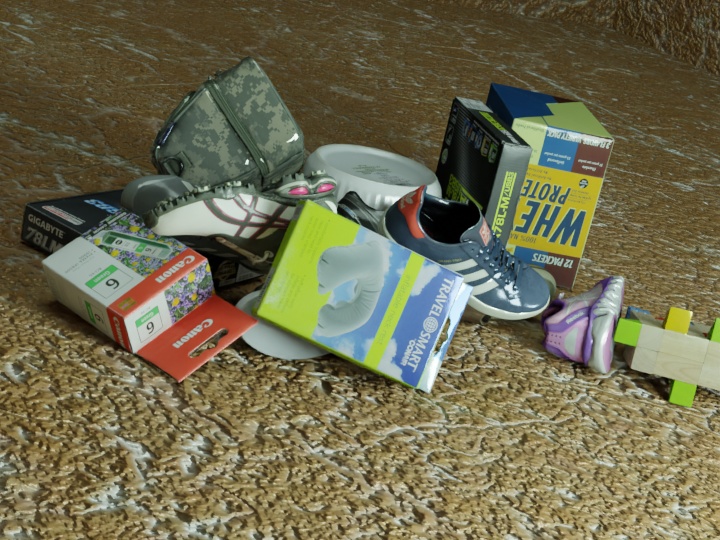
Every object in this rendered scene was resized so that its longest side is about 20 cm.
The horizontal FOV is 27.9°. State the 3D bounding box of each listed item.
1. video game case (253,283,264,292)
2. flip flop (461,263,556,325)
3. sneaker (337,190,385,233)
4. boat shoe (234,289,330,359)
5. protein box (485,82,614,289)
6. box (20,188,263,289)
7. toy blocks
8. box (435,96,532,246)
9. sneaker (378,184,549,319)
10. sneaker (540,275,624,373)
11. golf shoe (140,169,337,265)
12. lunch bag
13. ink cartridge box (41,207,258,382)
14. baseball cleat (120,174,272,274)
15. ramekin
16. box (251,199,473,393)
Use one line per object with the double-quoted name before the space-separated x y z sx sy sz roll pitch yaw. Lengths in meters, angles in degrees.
"video game case" 0.000 0.000 1.535 0.198 0.018 0.143 -10 -7 -25
"flip flop" 0.145 0.032 1.646 0.198 0.082 0.058 4 42 -31
"sneaker" 0.057 -0.033 1.683 0.198 0.071 0.083 26 61 -8
"boat shoe" -0.049 0.045 1.472 0.198 0.073 0.065 -3 15 -34
"protein box" 0.222 -0.114 1.892 0.133 0.202 0.199 11 19 -8
"box" -0.235 -0.032 1.592 0.199 0.050 0.198 25 21 30
"toy blocks" 0.372 0.090 1.618 0.197 0.101 0.137 14 8 2
"box" 0.140 -0.095 1.797 0.047 0.195 0.200 9 20 -18
"sneaker" 0.118 -0.020 1.455 0.198 0.085 0.076 25 49 -17
"sneaker" 0.252 0.054 1.649 0.087 0.082 0.200 5 16 15
"golf shoe" -0.113 -0.045 1.417 0.197 0.089 0.077 -8 2 -18
"lunch bag" -0.165 -0.145 1.718 0.140 0.167 0.200 55 -8 1
"ink cartridge box" -0.204 0.020 1.396 0.199 0.051 0.109 29 53 36
"baseball cleat" -0.145 -0.049 1.492 0.198 0.071 0.106 19 -7 -29
"ramekin" 0.009 -0.083 1.809 0.197 0.106 0.200 12 19 -4
"box" 0.008 0.029 1.402 0.198 0.123 0.048 25 -4 -12
